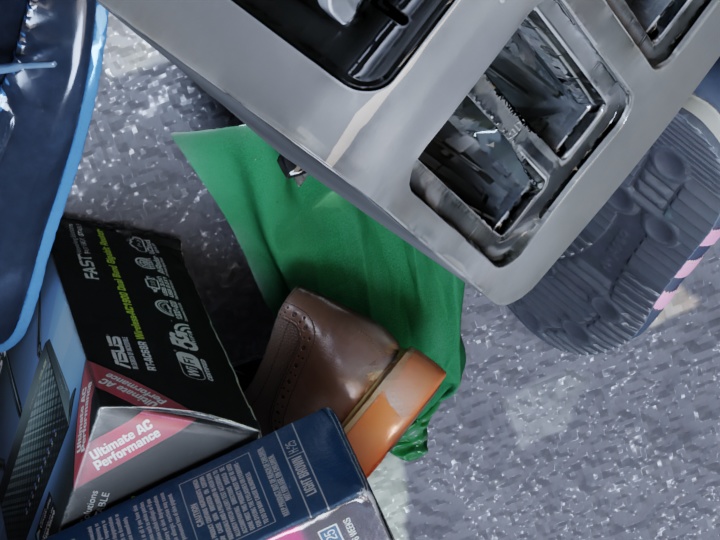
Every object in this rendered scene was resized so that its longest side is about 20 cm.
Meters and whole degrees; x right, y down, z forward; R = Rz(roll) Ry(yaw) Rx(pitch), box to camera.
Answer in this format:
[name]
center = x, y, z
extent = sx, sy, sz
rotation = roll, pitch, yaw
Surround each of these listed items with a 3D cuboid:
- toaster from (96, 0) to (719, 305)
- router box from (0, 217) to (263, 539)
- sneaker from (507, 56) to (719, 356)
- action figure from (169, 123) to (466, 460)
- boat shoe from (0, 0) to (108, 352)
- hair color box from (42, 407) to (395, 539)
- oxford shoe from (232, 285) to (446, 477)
[toaster]
center = 0.033, -0.100, 0.728
extent = 0.181, 0.119, 0.200
rotation = -51, 154, 0
[router box]
center = -0.110, 0.100, 0.873
extent = 0.062, 0.150, 0.200
rotation = 12, 112, -21
[sneaker]
center = 0.112, -0.030, 0.882
extent = 0.070, 0.200, 0.082
rotation = 43, 63, 1
[action figure]
center = 0.000, 0.000, 0.910
extent = 0.118, 0.055, 0.200
rotation = -19, 127, -8
[boat shoe]
center = -0.137, -0.055, 0.824
extent = 0.069, 0.084, 0.200
rotation = 4, 113, -24
[hair color box]
center = -0.077, 0.138, 0.780
extent = 0.200, 0.061, 0.100
rotation = -25, 120, -2
[oxford shoe]
center = -0.043, 0.075, 0.915
extent = 0.073, 0.071, 0.200
rotation = 40, 130, 0
